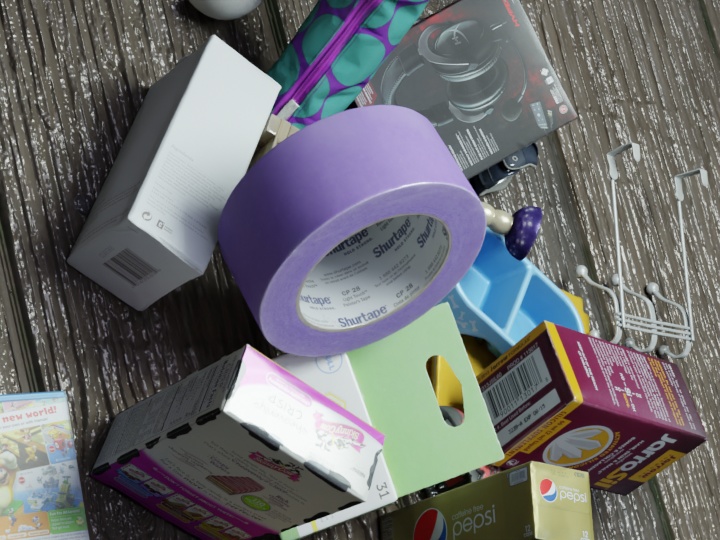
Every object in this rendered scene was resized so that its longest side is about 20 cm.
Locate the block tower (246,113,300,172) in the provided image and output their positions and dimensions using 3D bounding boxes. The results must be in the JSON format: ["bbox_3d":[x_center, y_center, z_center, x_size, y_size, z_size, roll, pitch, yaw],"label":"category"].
[{"bbox_3d":[-0.010,-0.058,1.411,0.199,0.054,0.058,28,60,-20],"label":"block tower"}]

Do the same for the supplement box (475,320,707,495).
[{"bbox_3d":[0.205,0.129,1.489,0.199,0.110,0.086,18,42,-41],"label":"supplement box"}]

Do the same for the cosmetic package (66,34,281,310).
[{"bbox_3d":[-0.151,-0.081,1.346,0.081,0.112,0.202,36,55,-21],"label":"cosmetic package"}]

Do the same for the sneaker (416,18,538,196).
[{"bbox_3d":[0.096,-0.156,1.601,0.201,0.077,0.148,15,61,-36],"label":"sneaker"}]

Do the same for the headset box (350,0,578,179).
[{"bbox_3d":[0.078,-0.160,1.526,0.198,0.077,0.150,-28,97,-2],"label":"headset box"}]

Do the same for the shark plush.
[{"bbox_3d":[0.005,0.077,1.407,0.082,0.091,0.203,-12,109,-15],"label":"shark plush"}]

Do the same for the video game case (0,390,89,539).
[{"bbox_3d":[-0.265,0.192,1.202,0.142,0.018,0.203,-1,73,-39],"label":"video game case"}]

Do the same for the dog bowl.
[{"bbox_3d":[0.133,0.035,1.531,0.200,0.049,0.112,41,51,-19],"label":"dog bowl"}]

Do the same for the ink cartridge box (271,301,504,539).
[{"bbox_3d":[0.005,0.123,1.360,0.198,0.048,0.147,-20,83,-2],"label":"ink cartridge box"}]

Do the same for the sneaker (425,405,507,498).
[{"bbox_3d":[0.122,0.205,1.479,0.098,0.071,0.202,-30,90,-47],"label":"sneaker"}]

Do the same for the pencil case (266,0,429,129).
[{"bbox_3d":[-0.022,-0.189,1.428,0.085,0.201,0.093,37,24,-1],"label":"pencil case"}]

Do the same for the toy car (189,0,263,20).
[{"bbox_3d":[-0.099,-0.336,1.450,0.176,0.198,0.151,58,29,-26],"label":"toy car"}]

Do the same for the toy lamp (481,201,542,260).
[{"bbox_3d":[0.065,-0.071,1.469,0.198,0.058,0.059,21,58,-9],"label":"toy lamp"}]

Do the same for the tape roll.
[{"bbox_3d":[-0.006,-0.028,1.286,0.198,0.201,0.085,-1,48,-39],"label":"tape roll"}]

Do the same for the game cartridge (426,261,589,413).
[{"bbox_3d":[0.141,0.082,1.574,0.199,0.032,0.178,23,59,-33],"label":"game cartridge"}]

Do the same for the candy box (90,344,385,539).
[{"bbox_3d":[-0.095,0.139,1.239,0.136,0.199,0.062,35,54,-23],"label":"candy box"}]

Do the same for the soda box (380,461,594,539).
[{"bbox_3d":[0.101,0.217,1.368,0.067,0.199,0.065,14,63,-34],"label":"soda box"}]

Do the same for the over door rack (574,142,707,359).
[{"bbox_3d":[0.287,-0.017,1.683,0.147,0.066,0.203,11,83,-48],"label":"over door rack"}]
